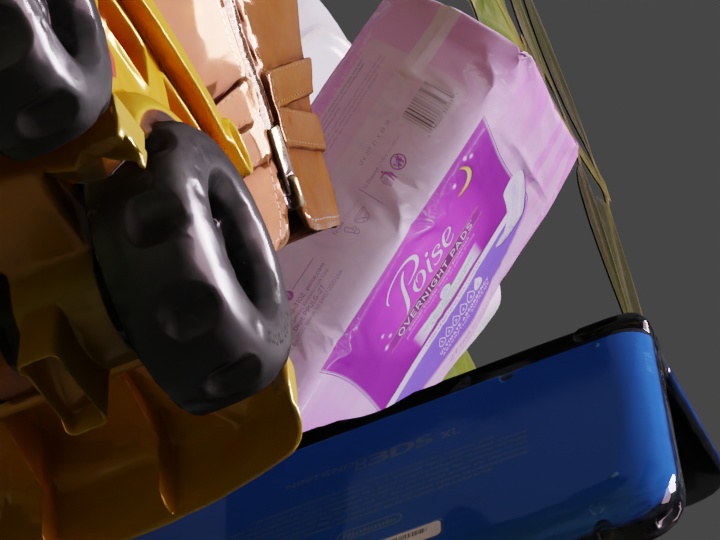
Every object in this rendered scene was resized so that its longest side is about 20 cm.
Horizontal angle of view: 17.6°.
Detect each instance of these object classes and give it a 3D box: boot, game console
[{"bbox_3d":[-0.040,-0.085,0.781,0.200,0.074,0.155,-33,98,-44],"label":"boot"},{"bbox_3d":[0.027,0.107,0.803,0.171,0.199,0.119,-87,153,-63],"label":"game console"}]

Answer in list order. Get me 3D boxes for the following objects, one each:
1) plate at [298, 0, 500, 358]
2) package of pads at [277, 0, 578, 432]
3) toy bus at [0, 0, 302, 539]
[{"bbox_3d":[-0.012,-0.027,1.056,0.200,0.032,0.200,56,33,-10],"label":"plate"},{"bbox_3d":[0.000,0.000,0.916,0.075,0.200,0.121,29,-8,24],"label":"package of pads"},{"bbox_3d":[-0.107,-0.051,0.596,0.193,0.135,0.200,-92,157,-46],"label":"toy bus"}]
